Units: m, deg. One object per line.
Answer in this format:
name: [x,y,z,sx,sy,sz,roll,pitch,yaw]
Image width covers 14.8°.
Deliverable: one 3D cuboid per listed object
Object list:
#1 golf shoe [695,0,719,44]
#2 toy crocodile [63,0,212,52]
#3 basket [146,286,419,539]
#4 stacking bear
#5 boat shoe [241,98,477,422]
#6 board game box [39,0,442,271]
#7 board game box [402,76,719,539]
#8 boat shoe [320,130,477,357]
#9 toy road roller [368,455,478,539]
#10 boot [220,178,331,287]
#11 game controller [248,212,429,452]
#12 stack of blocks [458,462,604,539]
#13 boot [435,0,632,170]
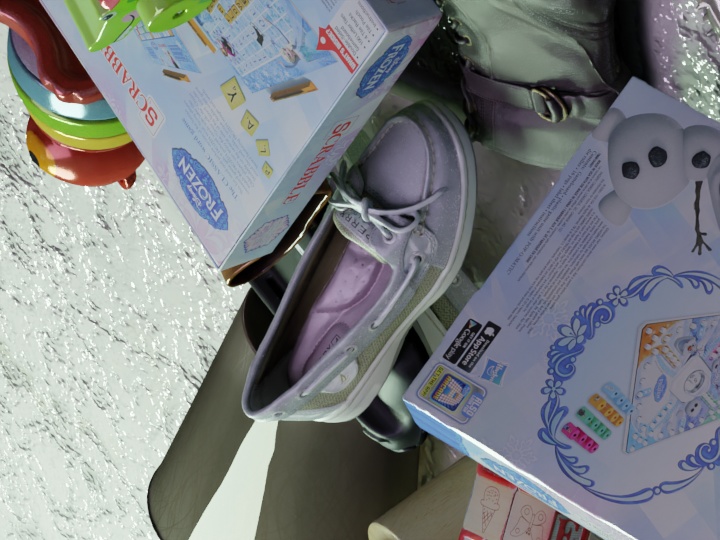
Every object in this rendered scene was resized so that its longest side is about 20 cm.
golf shoe: [0.226,-0.101,1.245,0.097,0.078,0.200,-37,87,34]
toy crocodile: [-0.090,-0.163,1.315,0.200,0.062,0.068,-32,80,48]
basket: [-0.032,0.099,1.709,0.180,0.136,0.200,22,136,5]
stacking bear: [-0.168,-0.120,1.709,0.121,0.114,0.200,48,159,18]
boat shoe: [-0.001,0.000,1.468,0.074,0.065,0.202,48,125,30]
board game box: [-0.069,-0.137,1.381,0.200,0.041,0.200,56,137,17]
board game box: [0.157,0.036,1.304,0.199,0.200,0.043,31,166,26]
boat shoe: [0.036,0.001,1.583,0.202,0.065,0.074,59,163,3]
toy road roller: [0.073,0.215,1.690,0.200,0.123,0.146,60,160,-9]
boot: [-0.069,-0.118,1.448,0.188,0.068,0.200,-50,56,44]
game controller: [-0.021,0.012,1.579,0.200,0.042,0.104,50,146,28]
stack of blocks: [0.146,0.120,1.423,0.059,0.200,0.115,20,96,46]
boot: [0.057,-0.124,1.401,0.200,0.069,0.174,21,147,22]
